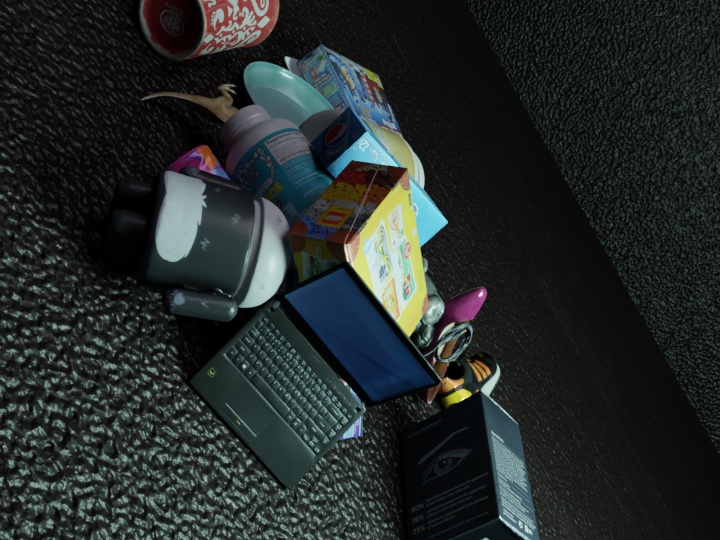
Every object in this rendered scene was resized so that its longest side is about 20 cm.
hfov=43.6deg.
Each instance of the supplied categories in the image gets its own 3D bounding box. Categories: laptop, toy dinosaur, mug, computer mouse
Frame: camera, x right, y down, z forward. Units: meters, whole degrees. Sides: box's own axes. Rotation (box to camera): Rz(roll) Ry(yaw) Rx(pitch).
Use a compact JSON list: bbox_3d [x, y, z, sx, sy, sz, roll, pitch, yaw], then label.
[{"bbox_3d":[-0.048,0.118,0.960,0.178,0.200,0.103,50,-12,-18],"label":"laptop"},{"bbox_3d":[-0.188,-0.213,1.194,0.197,0.059,0.102,27,18,-21],"label":"toy dinosaur"},{"bbox_3d":[-0.234,-0.370,1.273,0.200,0.174,0.136,-48,142,-59],"label":"mug"},{"bbox_3d":[0.071,0.121,1.260,0.034,0.197,0.060,18,-53,65],"label":"computer mouse"}]

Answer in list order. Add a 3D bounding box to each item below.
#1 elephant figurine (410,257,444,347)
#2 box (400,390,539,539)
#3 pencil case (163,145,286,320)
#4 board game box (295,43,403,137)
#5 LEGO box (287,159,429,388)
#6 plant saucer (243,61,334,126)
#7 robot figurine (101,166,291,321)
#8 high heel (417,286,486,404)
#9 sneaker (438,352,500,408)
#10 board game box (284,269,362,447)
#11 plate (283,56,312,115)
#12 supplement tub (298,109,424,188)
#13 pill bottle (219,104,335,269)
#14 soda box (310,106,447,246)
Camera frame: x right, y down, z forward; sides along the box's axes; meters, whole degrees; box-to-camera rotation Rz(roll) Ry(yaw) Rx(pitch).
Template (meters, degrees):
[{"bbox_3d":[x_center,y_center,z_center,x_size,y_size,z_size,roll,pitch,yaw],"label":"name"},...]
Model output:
[{"bbox_3d":[0.014,0.031,1.284,0.197,0.143,0.155,25,10,-26],"label":"elephant figurine"},{"bbox_3d":[0.143,0.291,1.210,0.104,0.147,0.203,41,32,-33],"label":"box"},{"bbox_3d":[-0.164,-0.048,1.073,0.202,0.088,0.088,58,26,-5],"label":"pencil case"},{"bbox_3d":[-0.004,-0.261,1.542,0.199,0.061,0.204,10,56,-59],"label":"board game box"},{"bbox_3d":[0.004,0.003,1.021,0.149,0.076,0.203,-51,141,-41],"label":"LEGO box"},{"bbox_3d":[-0.106,-0.239,1.393,0.198,0.036,0.202,31,33,-22],"label":"plant saucer"},{"bbox_3d":[-0.171,-0.031,0.960,0.196,0.154,0.124,14,0,-20],"label":"robot figurine"},{"bbox_3d":[0.137,0.110,1.332,0.066,0.201,0.097,-5,58,-38],"label":"high heel"},{"bbox_3d":[0.175,0.167,1.488,0.091,0.069,0.200,58,27,-10],"label":"sneaker"},{"bbox_3d":[-0.041,0.103,1.087,0.134,0.034,0.205,5,86,-58],"label":"board game box"},{"bbox_3d":[-0.052,-0.265,1.563,0.199,0.032,0.203,-6,69,-64],"label":"plate"},{"bbox_3d":[-0.003,-0.140,1.289,0.199,0.143,0.147,7,56,-61],"label":"supplement tub"},{"bbox_3d":[-0.093,-0.107,1.107,0.201,0.111,0.110,53,23,18],"label":"pill bottle"},{"bbox_3d":[0.026,-0.108,1.128,0.200,0.068,0.065,42,11,-42],"label":"soda box"}]
